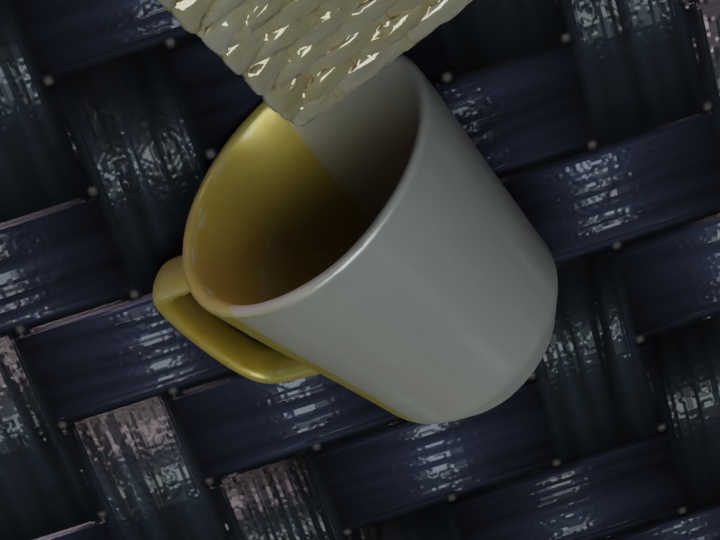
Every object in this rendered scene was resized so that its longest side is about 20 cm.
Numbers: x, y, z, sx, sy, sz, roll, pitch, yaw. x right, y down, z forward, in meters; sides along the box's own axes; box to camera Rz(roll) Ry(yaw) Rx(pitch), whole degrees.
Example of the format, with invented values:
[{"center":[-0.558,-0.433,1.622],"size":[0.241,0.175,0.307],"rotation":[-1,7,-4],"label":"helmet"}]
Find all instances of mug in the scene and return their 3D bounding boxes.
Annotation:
[{"center":[0.007,-0.006,0.990],"size":[0.153,0.186,0.150],"rotation":[40,75,-35],"label":"mug"}]

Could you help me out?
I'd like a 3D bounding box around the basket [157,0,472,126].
[{"center":[-0.026,-0.198,0.802],"size":[0.199,0.162,0.198],"rotation":[-34,146,12],"label":"basket"}]
